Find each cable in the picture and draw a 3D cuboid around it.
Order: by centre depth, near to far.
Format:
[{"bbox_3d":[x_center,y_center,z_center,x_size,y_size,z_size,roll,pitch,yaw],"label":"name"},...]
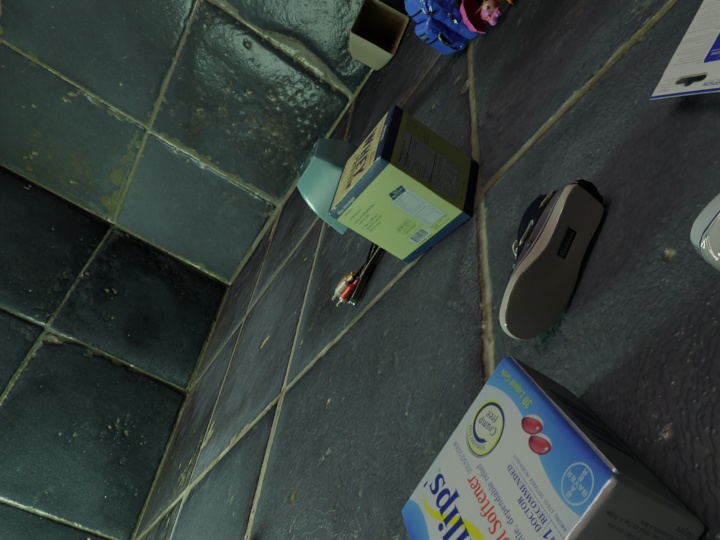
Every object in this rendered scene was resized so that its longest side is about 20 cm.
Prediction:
[{"bbox_3d":[0.000,0.000,1.275,0.203,0.049,0.098,-59,19,16],"label":"cable"}]

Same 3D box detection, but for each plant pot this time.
[{"bbox_3d":[-0.079,-0.274,1.651,0.197,0.197,0.198,-50,22,33],"label":"plant pot"},{"bbox_3d":[0.058,-0.956,2.279,0.204,0.196,0.177,-68,8,-19],"label":"plant pot"}]

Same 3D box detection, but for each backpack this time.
[{"bbox_3d":[0.208,-0.666,1.404,0.171,0.197,0.162,-61,19,0],"label":"backpack"}]

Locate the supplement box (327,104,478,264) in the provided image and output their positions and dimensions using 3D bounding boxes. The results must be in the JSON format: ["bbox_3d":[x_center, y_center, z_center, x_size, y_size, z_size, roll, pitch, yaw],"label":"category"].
[{"bbox_3d":[0.078,-0.152,1.032,0.199,0.197,0.137,-39,28,50],"label":"supplement box"}]

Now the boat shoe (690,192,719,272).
[{"bbox_3d":[0.337,-0.072,0.397,0.204,0.073,0.087,-56,18,27],"label":"boat shoe"}]

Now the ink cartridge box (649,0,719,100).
[{"bbox_3d":[0.394,-0.265,0.576,0.203,0.037,0.095,-60,19,2],"label":"ink cartridge box"}]

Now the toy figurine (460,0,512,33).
[{"bbox_3d":[0.308,-0.638,1.267,0.201,0.147,0.187,53,130,44],"label":"toy figurine"}]

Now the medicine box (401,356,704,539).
[{"bbox_3d":[0.144,0.215,0.480,0.203,0.101,0.183,-58,18,10],"label":"medicine box"}]

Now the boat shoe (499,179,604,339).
[{"bbox_3d":[0.216,-0.011,0.673,0.203,0.074,0.093,-57,11,-8],"label":"boat shoe"}]
